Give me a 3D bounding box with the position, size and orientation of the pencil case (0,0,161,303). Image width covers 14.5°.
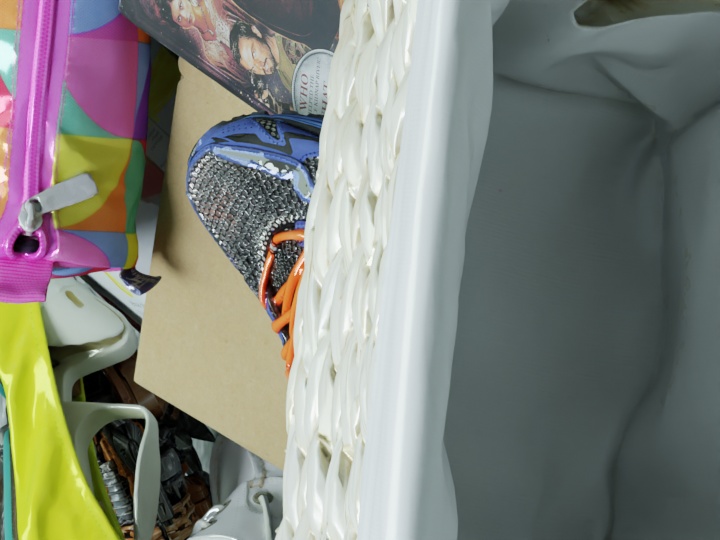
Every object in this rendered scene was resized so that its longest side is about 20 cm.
[{"bbox_3d":[-0.111,-0.090,1.016,0.088,0.088,0.201,-173,86,-70],"label":"pencil case"}]

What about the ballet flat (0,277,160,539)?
[{"bbox_3d":[-0.118,0.052,1.132,0.067,0.067,0.201,60,-165,-63],"label":"ballet flat"}]

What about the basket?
[{"bbox_3d":[0.055,0.019,0.718,0.123,0.135,0.201,167,110,-71],"label":"basket"}]

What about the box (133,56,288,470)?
[{"bbox_3d":[0.000,0.000,0.974,0.200,0.021,0.164,27,115,40],"label":"box"}]

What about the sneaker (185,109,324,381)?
[{"bbox_3d":[0.007,0.029,0.870,0.200,0.078,0.075,49,140,22],"label":"sneaker"}]

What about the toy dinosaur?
[{"bbox_3d":[-0.106,0.067,1.217,0.136,0.102,0.201,131,134,-76],"label":"toy dinosaur"}]

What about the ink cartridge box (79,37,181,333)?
[{"bbox_3d":[-0.108,-0.051,1.145,0.083,0.200,0.145,-48,17,-8],"label":"ink cartridge box"}]

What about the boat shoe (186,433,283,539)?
[{"bbox_3d":[-0.043,0.119,1.110,0.200,0.069,0.071,-115,33,-58],"label":"boat shoe"}]

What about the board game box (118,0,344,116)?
[{"bbox_3d":[-0.015,-0.147,0.907,0.135,0.034,0.201,36,129,38],"label":"board game box"}]
